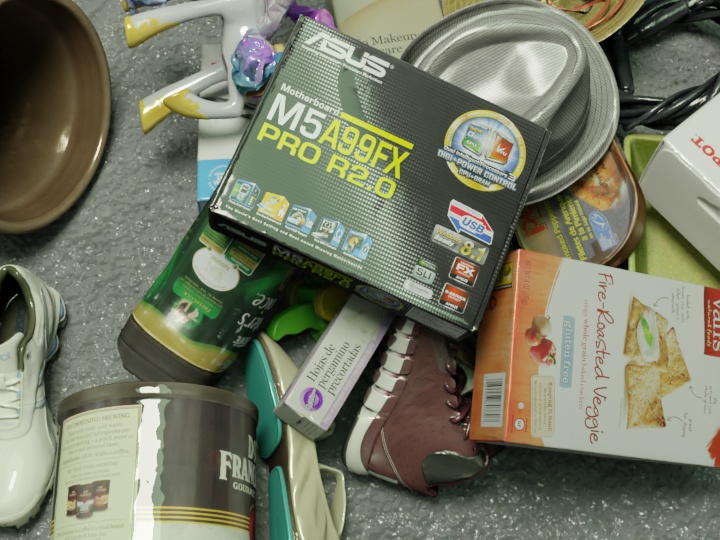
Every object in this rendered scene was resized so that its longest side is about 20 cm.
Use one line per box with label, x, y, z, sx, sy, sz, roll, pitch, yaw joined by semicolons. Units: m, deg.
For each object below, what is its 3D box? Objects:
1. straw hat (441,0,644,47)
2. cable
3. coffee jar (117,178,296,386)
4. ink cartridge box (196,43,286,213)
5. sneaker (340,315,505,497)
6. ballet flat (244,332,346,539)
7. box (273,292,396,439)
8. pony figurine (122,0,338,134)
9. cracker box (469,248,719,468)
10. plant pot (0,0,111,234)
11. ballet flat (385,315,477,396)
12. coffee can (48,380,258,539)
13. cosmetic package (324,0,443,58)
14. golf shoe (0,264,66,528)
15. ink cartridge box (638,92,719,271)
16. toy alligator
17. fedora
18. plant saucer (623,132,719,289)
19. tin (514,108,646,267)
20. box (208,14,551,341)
straw hat;0.181;-0.241;0.906;0.199;0.085;0.203;-12;55;18
cable;0.286;-0.201;0.887;0.162;0.051;0.200;21;59;34
coffee jar;-0.103;0.003;0.745;0.085;0.104;0.201;35;95;2
ink cartridge box;-0.086;-0.137;0.862;0.115;0.068;0.202;-2;65;-4
sneaker;0.071;0.083;0.735;0.115;0.076;0.202;25;106;6
ballet flat;-0.047;0.145;0.746;0.069;0.070;0.202;-7;68;-6
box;0.003;0.035;0.743;0.039;0.041;0.201;34;65;-3
pony figurine;-0.094;-0.213;0.793;0.198;0.167;0.195;-9;98;-9
cracker box;0.184;0.069;0.710;0.198;0.058;0.135;10;79;-21
plant pot;-0.337;-0.146;0.804;0.173;0.201;0.202;14;64;22
ballet flat;0.098;0.085;0.778;0.199;0.068;0.073;37;89;14
coffee can;-0.144;0.195;0.667;0.145;0.147;0.202;-1;66;-3
cosmetic package;0.033;-0.181;0.885;0.102;0.073;0.202;-10;67;-7
golf shoe;-0.275;0.091;0.736;0.077;0.097;0.202;-3;67;-6
ink cartridge box;0.354;-0.092;0.799;0.199;0.084;0.145;-37;72;-17
toy alligator;0.000;0.000;0.816;0.200;0.059;0.054;-48;118;-23
fedora;0.114;-0.143;0.765;0.198;0.090;0.179;-18;82;2
plant saucer;0.324;-0.014;0.836;0.197;0.048;0.202;5;66;0
tin;0.174;-0.087;0.838;0.111;0.042;0.202;-27;64;22
box;0.015;-0.065;0.674;0.198;0.044;0.161;25;74;-2
